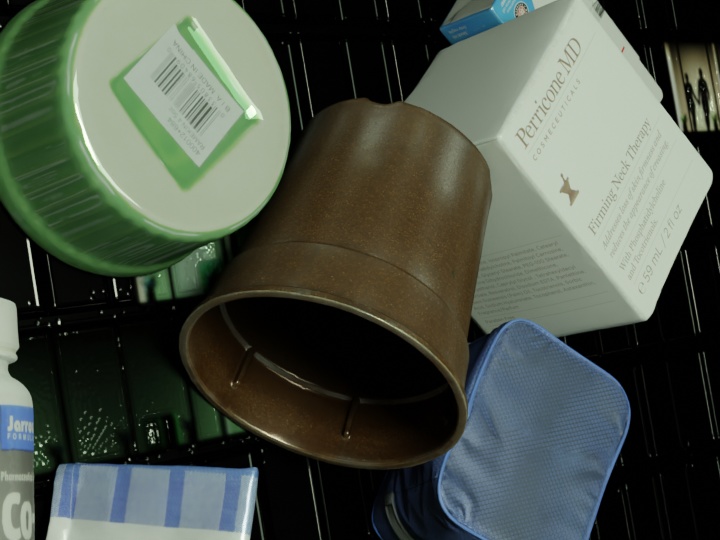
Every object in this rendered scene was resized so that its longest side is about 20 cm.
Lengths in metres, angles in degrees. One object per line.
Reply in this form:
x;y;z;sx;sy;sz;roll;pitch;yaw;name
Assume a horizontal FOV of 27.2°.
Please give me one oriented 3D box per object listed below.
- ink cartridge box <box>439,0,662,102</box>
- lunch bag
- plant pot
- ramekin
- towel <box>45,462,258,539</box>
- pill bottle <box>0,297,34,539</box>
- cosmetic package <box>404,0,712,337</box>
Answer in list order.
0.170;-0.182;1.296;0.200;0.068;0.116;47;55;-24;ink cartridge box
0.103;0.139;1.134;0.136;0.132;0.201;36;59;-13;lunch bag
0.000;0.000;1.036;0.200;0.200;0.199;41;50;-28;plant pot
-0.141;-0.101;0.982;0.199;0.097;0.201;10;75;-40;ramekin
-0.141;0.212;0.896;0.024;0.146;0.201;47;47;-58;towel
-0.241;0.119;0.840;0.113;0.113;0.201;5;79;-41;pill bottle
0.139;-0.072;1.182;0.200;0.166;0.168;47;55;-23;cosmetic package
